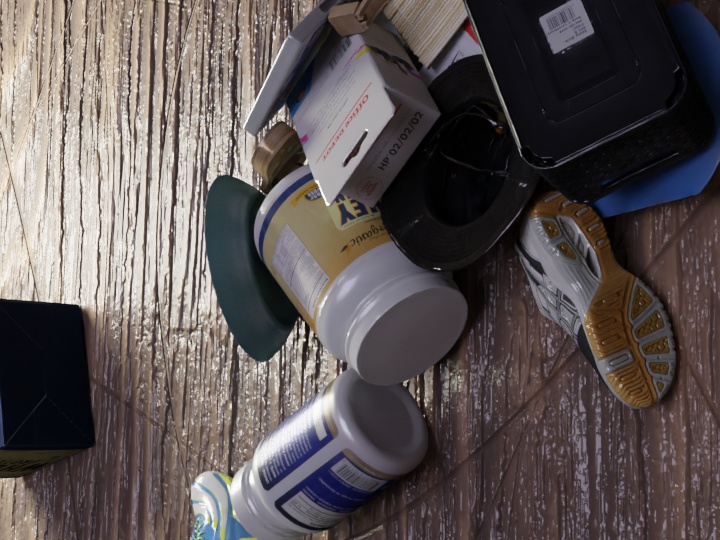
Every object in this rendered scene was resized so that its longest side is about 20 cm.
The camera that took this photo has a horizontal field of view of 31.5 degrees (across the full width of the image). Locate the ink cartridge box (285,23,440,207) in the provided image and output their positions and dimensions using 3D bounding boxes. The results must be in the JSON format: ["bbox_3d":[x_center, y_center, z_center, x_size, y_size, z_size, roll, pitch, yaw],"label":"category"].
[{"bbox_3d":[0.003,-0.142,1.189,0.115,0.068,0.200,-54,31,24],"label":"ink cartridge box"}]

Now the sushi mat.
[{"bbox_3d":[0.098,-0.292,1.198,0.200,0.012,0.096,-52,52,24],"label":"sushi mat"}]

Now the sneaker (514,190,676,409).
[{"bbox_3d":[0.198,0.031,1.091,0.200,0.076,0.088,66,158,18],"label":"sneaker"}]

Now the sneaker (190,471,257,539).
[{"bbox_3d":[-0.156,0.296,1.387,0.200,0.105,0.076,49,119,38],"label":"sneaker"}]

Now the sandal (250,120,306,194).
[{"bbox_3d":[-0.059,-0.097,1.313,0.070,0.212,0.078,38,90,6],"label":"sandal"}]

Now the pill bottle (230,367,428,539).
[{"bbox_3d":[-0.036,0.190,1.268,0.200,0.116,0.116,-41,57,35],"label":"pill bottle"}]

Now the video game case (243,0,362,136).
[{"bbox_3d":[-0.039,-0.234,1.271,0.018,0.200,0.143,36,141,0],"label":"video game case"}]

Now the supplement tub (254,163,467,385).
[{"bbox_3d":[0.000,0.000,1.235,0.200,0.144,0.145,51,120,37],"label":"supplement tub"}]

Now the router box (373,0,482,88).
[{"bbox_3d":[0.064,-0.204,1.264,0.180,0.049,0.200,-55,50,26],"label":"router box"}]

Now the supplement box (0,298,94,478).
[{"bbox_3d":[-0.477,0.164,1.720,0.200,0.134,0.200,-25,67,42],"label":"supplement box"}]

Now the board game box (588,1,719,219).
[{"bbox_3d":[0.242,-0.128,1.078,0.200,0.039,0.158,-15,75,52],"label":"board game box"}]

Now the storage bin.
[{"bbox_3d":[0.178,-0.172,1.014,0.135,0.094,0.200,-26,65,20],"label":"storage bin"}]

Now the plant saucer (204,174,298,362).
[{"bbox_3d":[-0.105,-0.006,1.333,0.036,0.200,0.200,-12,74,16],"label":"plant saucer"}]

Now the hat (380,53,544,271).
[{"bbox_3d":[0.112,-0.088,1.150,0.200,0.081,0.201,-17,64,39],"label":"hat"}]

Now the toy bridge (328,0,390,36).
[{"bbox_3d":[0.035,-0.306,1.219,0.067,0.027,0.200,-2,51,38],"label":"toy bridge"}]
